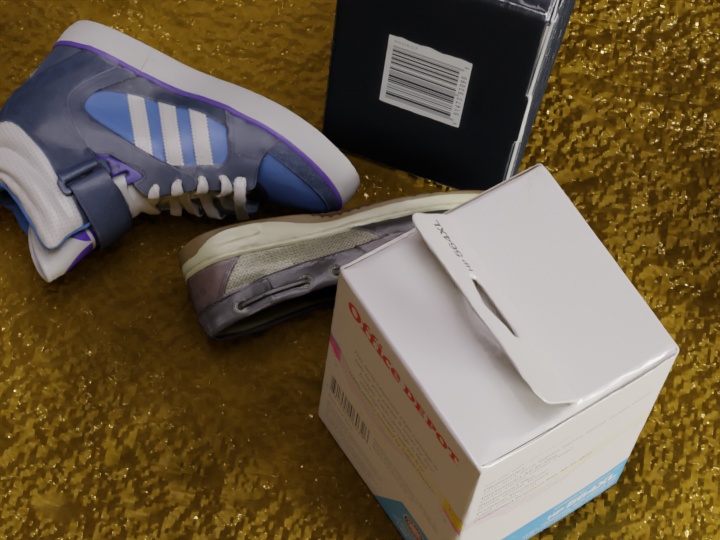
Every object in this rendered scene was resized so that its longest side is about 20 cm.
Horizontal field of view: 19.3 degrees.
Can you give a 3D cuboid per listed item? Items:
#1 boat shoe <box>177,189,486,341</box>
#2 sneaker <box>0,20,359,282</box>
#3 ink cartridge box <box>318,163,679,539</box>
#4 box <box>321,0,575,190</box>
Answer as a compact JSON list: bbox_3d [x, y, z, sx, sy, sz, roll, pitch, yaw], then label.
[{"bbox_3d":[0.000,0.000,1.196,0.200,0.073,0.065,-10,75,-7],"label":"boat shoe"},{"bbox_3d":[-0.118,-0.040,1.201,0.200,0.081,0.147,27,71,5],"label":"sneaker"},{"bbox_3d":[0.068,0.053,1.095,0.125,0.200,0.129,-28,69,-19],"label":"ink cartridge box"},{"bbox_3d":[0.068,-0.181,1.218,0.124,0.200,0.197,20,62,5],"label":"box"}]
